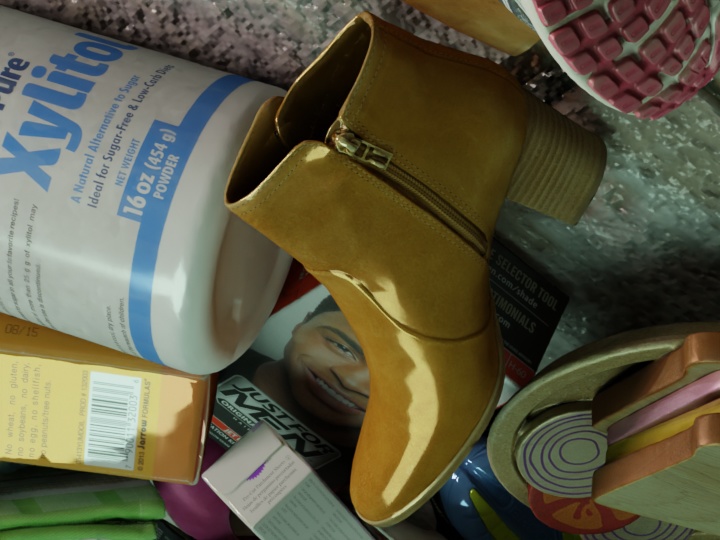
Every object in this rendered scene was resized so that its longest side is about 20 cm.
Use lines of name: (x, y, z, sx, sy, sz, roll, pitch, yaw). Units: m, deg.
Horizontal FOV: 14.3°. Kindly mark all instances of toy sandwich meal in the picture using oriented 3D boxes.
toy sandwich meal: (0.152, 0.089, 1.242, 0.204, 0.070, 0.205, 1, 148, 0)

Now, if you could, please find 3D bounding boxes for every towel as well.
towel: (-0.182, 0.119, 1.451, 0.149, 0.031, 0.200, -6, -173, -11)

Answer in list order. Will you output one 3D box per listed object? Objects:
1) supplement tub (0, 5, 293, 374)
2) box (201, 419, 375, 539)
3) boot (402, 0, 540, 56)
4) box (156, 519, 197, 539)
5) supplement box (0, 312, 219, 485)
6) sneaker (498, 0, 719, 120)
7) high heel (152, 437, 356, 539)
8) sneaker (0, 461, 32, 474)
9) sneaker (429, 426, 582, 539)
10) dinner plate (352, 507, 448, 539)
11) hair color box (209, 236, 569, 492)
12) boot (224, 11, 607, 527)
supplement tub: (-0.133, -0.042, 1.260, 0.199, 0.132, 0.132, 17, 145, 14)
box: (-0.019, 0.129, 1.368, 0.039, 0.041, 0.200, 44, 176, 28)
boot: (-0.018, -0.136, 1.122, 0.200, 0.069, 0.188, 21, 149, -23)
box: (-0.031, 0.198, 1.482, 0.161, 0.049, 0.200, 34, 176, -19)
supplement box: (-0.165, 0.043, 1.303, 0.199, 0.067, 0.069, 9, 120, -1)
sneaker: (0.062, -0.136, 1.019, 0.200, 0.081, 0.075, 46, 176, -25)
high heel: (-0.026, 0.133, 1.467, 0.096, 0.067, 0.200, 9, 148, 43)
sneaker: (-0.165, 0.074, 1.431, 0.074, 0.082, 0.200, 47, 161, -17)
sneaker: (0.088, 0.129, 1.403, 0.200, 0.071, 0.083, 48, 176, -42)
dinner plate: (0.074, 0.177, 1.361, 0.200, 0.024, 0.200, 44, 176, 4)
hair color box: (-0.004, 0.035, 1.336, 0.101, 0.061, 0.200, 38, 145, -14)
boot: (0.001, 0.000, 1.172, 0.144, 0.202, 0.071, 21, -166, -32)
